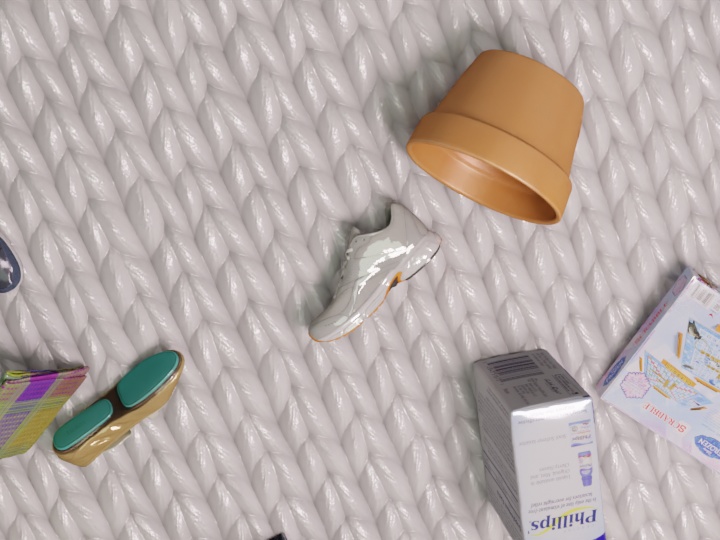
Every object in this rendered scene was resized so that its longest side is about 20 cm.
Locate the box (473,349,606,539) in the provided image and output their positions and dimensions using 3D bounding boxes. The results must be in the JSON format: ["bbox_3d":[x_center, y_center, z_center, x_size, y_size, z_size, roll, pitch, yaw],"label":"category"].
[{"bbox_3d":[0.219,0.226,1.525,0.104,0.184,0.202,-9,106,-6],"label":"box"}]

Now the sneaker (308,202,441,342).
[{"bbox_3d":[0.000,0.000,1.506,0.200,0.076,0.092,-44,98,-3],"label":"sneaker"}]

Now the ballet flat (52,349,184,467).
[{"bbox_3d":[-0.288,0.171,1.519,0.199,0.069,0.063,-34,133,5],"label":"ballet flat"}]

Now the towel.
[{"bbox_3d":[-0.401,0.167,1.434,0.023,0.200,0.144,42,99,12],"label":"towel"}]

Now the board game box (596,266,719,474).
[{"bbox_3d":[0.440,0.130,1.580,0.199,0.041,0.200,33,107,-9],"label":"board game box"}]

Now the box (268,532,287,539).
[{"bbox_3d":[-0.152,0.456,1.576,0.198,0.104,0.149,-24,105,-1],"label":"box"}]

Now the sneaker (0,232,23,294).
[{"bbox_3d":[-0.471,-0.033,1.394,0.077,0.146,0.202,-44,106,3],"label":"sneaker"}]

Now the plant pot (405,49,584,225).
[{"bbox_3d":[0.170,-0.160,1.428,0.199,0.200,0.141,28,83,-13],"label":"plant pot"}]
